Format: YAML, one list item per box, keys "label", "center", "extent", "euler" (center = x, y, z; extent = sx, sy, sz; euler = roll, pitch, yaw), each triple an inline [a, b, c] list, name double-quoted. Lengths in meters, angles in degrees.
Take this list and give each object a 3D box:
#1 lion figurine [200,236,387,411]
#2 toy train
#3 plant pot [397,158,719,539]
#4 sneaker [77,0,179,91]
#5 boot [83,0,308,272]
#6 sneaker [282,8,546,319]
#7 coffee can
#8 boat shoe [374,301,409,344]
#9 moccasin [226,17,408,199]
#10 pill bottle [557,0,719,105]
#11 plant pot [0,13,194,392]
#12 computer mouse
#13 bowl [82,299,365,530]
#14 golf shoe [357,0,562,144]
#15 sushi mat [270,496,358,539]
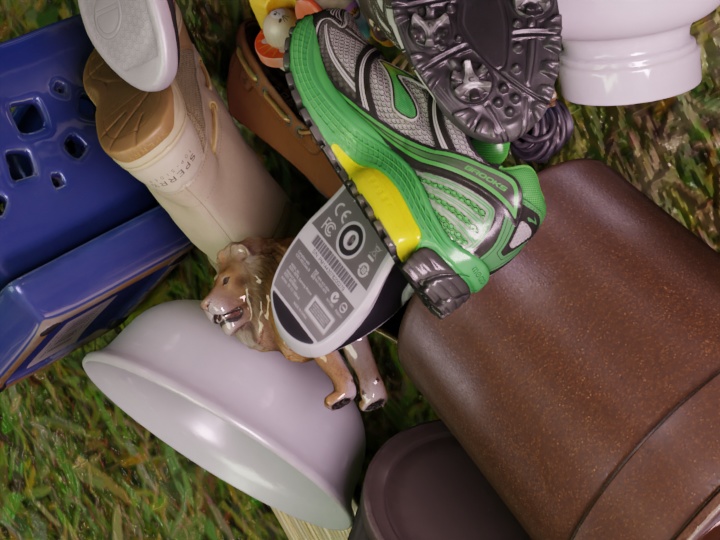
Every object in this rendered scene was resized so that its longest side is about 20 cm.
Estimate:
- label: "lion figurine"
  center: [0.000, 0.000, 1.118]
  extent: [0.200, 0.072, 0.123]
  euler: [-37, 67, 32]
- label: "toy train"
  center: [-0.054, -0.166, 1.097]
  extent: [0.150, 0.056, 0.200]
  euler: [50, 157, -22]
- label: "plant pot"
  center: [0.134, 0.064, 0.990]
  extent: [0.198, 0.200, 0.201]
  euler: [46, 137, 28]
- label: "sneaker"
  center: [-0.125, -0.191, 1.223]
  extent: [0.071, 0.099, 0.201]
  euler: [-48, 55, 36]
- label: "boot"
  center: [-0.099, -0.077, 1.270]
  extent: [0.156, 0.073, 0.200]
  euler: [50, -169, -29]
- label: "sneaker"
  center: [0.027, -0.064, 0.975]
  extent: [0.200, 0.085, 0.078]
  euler: [57, 180, 40]
- label: "coffee can"
  center: [0.050, 0.210, 1.192]
  extent: [0.146, 0.146, 0.201]
  euler: [42, 135, 27]
- label: "boat shoe"
  center: [0.068, 0.038, 1.148]
  extent: [0.199, 0.068, 0.072]
  euler: [21, 121, 41]
- label: "moccasin"
  center: [-0.005, -0.091, 1.174]
  extent: [0.201, 0.073, 0.078]
  euler: [42, 146, 41]
- label: "pill bottle"
  center: [0.118, -0.184, 0.949]
  extent: [0.110, 0.110, 0.201]
  euler: [10, 116, 46]
- label: "plant pot"
  center: [-0.237, -0.033, 1.371]
  extent: [0.180, 0.200, 0.200]
  euler: [54, 139, 5]
- label: "computer mouse"
  center: [0.027, -0.038, 1.034]
  extent: [0.200, 0.044, 0.110]
  euler: [-51, 50, 16]
- label: "bowl"
  center: [-0.071, 0.075, 1.279]
  extent: [0.200, 0.091, 0.201]
  euler: [29, 165, 9]
- label: "golf shoe"
  center: [0.041, -0.130, 0.945]
  extent: [0.095, 0.077, 0.201]
  euler: [87, 166, -59]
- label: "sushi mat"
  center: [0.000, 0.223, 1.363]
  extent: [0.096, 0.012, 0.201]
  euler: [-34, 82, 50]
